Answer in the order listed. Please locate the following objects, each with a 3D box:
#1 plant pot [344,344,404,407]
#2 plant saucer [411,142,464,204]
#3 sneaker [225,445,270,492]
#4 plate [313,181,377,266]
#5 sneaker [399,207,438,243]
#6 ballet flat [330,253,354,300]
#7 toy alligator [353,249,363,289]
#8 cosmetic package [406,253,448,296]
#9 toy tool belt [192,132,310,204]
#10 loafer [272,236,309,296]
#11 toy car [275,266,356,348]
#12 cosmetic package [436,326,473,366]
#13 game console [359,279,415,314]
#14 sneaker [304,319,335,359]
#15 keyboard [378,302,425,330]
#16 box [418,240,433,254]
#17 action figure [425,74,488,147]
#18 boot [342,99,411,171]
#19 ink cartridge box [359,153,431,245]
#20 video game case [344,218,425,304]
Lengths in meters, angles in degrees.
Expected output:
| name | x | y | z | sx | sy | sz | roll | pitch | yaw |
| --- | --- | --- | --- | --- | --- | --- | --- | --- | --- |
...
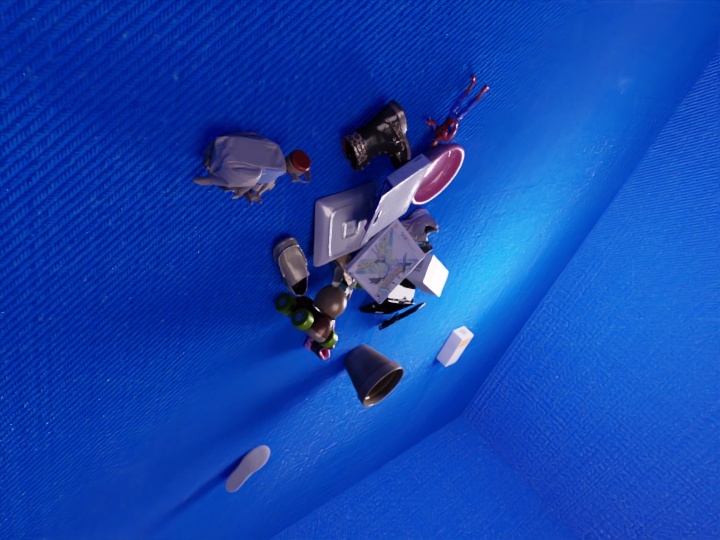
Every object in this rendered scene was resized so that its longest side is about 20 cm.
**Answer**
| name | x | y | z | sx | sy | sz | roll | pitch | yaw |
| --- | --- | --- | --- | --- | --- | --- | --- | --- | --- |
| plant pot | 0.034 | 0.379 | 1.921 | 0.200 | 0.174 | 0.200 | -32 | 148 | -23 |
| plant saucer | 0.199 | -0.273 | 1.412 | 0.200 | 0.051 | 0.201 | -37 | 158 | -17 |
| sneaker | -0.422 | 0.726 | 1.904 | 0.200 | 0.074 | 0.082 | -40 | -179 | -20 |
| plate | -0.033 | -0.114 | 1.328 | 0.199 | 0.032 | 0.201 | -25 | 137 | -35 |
| sneaker | 0.148 | -0.108 | 1.536 | 0.200 | 0.092 | 0.076 | -36 | 150 | -16 |
| ballet flat | -0.042 | 0.016 | 1.475 | 0.063 | 0.069 | 0.200 | -40 | 152 | -23 |
| toy alligator | 0.000 | 0.000 | 1.519 | 0.059 | 0.054 | 0.200 | -29 | 147 | -27 |
| cosmetic package | 0.231 | 0.012 | 1.768 | 0.200 | 0.071 | 0.102 | 34 | 76 | -61 |
| toy tool belt | -0.206 | -0.191 | 0.978 | 0.199 | 0.125 | 0.123 | -6 | 164 | -45 |
| loafer | -0.164 | -0.007 | 1.286 | 0.076 | 0.068 | 0.200 | -35 | 149 | -18 |
| toy car | -0.100 | 0.083 | 1.407 | 0.200 | 0.158 | 0.164 | -50 | 141 | -5 |
| cosmetic package | 0.478 | 0.386 | 2.605 | 0.101 | 0.071 | 0.201 | -14 | 139 | -44 |
| game console | 0.103 | 0.070 | 1.779 | 0.175 | 0.117 | 0.200 | -25 | 160 | 29 |
| sneaker | -0.104 | 0.198 | 1.597 | 0.079 | 0.095 | 0.201 | -14 | 137 | -40 |
| keyboard | 0.136 | 0.158 | 1.854 | 0.200 | 0.040 | 0.104 | -35 | 178 | 41 |
| box | 0.116 | -0.019 | 1.584 | 0.200 | 0.036 | 0.144 | -33 | -179 | -15 |
| action figure | 0.237 | -0.401 | 1.299 | 0.200 | 0.065 | 0.099 | -54 | 167 | 14 |
| boot | 0.040 | -0.283 | 1.197 | 0.150 | 0.073 | 0.200 | -36 | 153 | -12 |
| ink cartridge box | 0.075 | -0.177 | 1.285 | 0.200 | 0.043 | 0.197 | -36 | 164 | -35 |
| video game case | 0.074 | -0.025 | 1.452 | 0.200 | 0.022 | 0.182 | -46 | 131 | -3 |
